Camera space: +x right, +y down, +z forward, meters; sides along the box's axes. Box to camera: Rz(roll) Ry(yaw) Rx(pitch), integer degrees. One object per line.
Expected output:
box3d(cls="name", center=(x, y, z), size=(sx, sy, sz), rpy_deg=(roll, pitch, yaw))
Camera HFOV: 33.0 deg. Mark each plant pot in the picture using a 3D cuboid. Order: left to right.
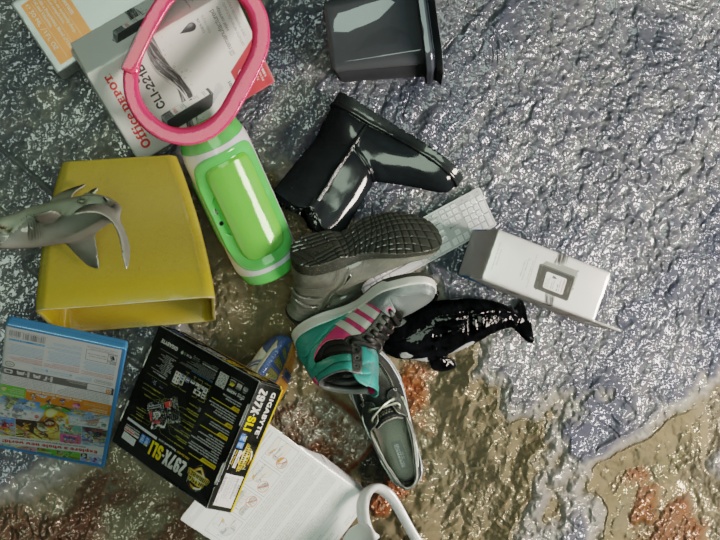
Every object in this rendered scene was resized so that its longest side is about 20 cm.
box3d(cls="plant pot", center=(-0.277, -0.033, 1.451), size=(0.197, 0.200, 0.179), rpy_deg=(-4, 81, -7))

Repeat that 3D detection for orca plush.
box3d(cls="orca plush", center=(0.129, 0.082, 1.563), size=(0.197, 0.071, 0.107), rpy_deg=(5, 92, -8))

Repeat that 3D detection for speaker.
box3d(cls="speaker", center=(-0.148, -0.085, 1.486), size=(0.088, 0.089, 0.202), rpy_deg=(-26, 115, -6))

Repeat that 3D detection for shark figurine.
box3d(cls="shark figurine", center=(-0.294, -0.040, 1.306), size=(0.128, 0.212, 0.091), rpy_deg=(-37, 115, -46))

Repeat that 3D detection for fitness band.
box3d(cls="fitness band", center=(-0.187, -0.241, 1.382), size=(0.142, 0.037, 0.202), rpy_deg=(28, 93, -16))

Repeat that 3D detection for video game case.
box3d(cls="video game case", center=(-0.366, 0.151, 1.472), size=(0.141, 0.018, 0.202), rpy_deg=(12, 125, -8))

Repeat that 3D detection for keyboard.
box3d(cls="keyboard", center=(0.080, -0.037, 1.582), size=(0.198, 0.011, 0.057), rpy_deg=(-28, 96, -5))

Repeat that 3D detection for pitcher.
box3d(cls="pitcher", center=(0.060, 0.378, 1.539), size=(0.199, 0.121, 0.173), rpy_deg=(32, 58, -28))

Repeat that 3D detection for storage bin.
box3d(cls="storage bin", center=(0.027, -0.295, 1.478), size=(0.132, 0.200, 0.148), rpy_deg=(-8, 94, 2))

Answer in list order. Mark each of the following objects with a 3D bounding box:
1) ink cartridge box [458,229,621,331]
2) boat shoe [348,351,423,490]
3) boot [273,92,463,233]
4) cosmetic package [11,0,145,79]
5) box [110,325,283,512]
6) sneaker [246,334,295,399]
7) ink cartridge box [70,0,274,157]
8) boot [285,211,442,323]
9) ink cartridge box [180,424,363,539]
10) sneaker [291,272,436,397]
box3d(cls="ink cartridge box", center=(0.237, 0.011, 1.552), size=(0.198, 0.116, 0.068), rpy_deg=(20, 88, -11))
box3d(cls="boat shoe", center=(0.036, 0.184, 1.555), size=(0.071, 0.071, 0.202), rpy_deg=(-25, 92, -5))
box3d(cls="boot", center=(0.008, -0.104, 1.535), size=(0.199, 0.076, 0.169), rpy_deg=(31, 85, -2))
box3d(cls="cosmetic package", center=(-0.312, -0.333, 1.485), size=(0.199, 0.071, 0.102), rpy_deg=(-36, 96, -5))
box3d(cls="box", center=(-0.201, 0.175, 1.471), size=(0.049, 0.199, 0.162), rpy_deg=(21, 91, -50))
box3d(cls="sneaker", center=(-0.158, 0.159, 1.527), size=(0.087, 0.076, 0.201), rpy_deg=(19, 66, 31))
box3d(cls="ink cartridge box", center=(-0.225, -0.248, 1.462), size=(0.198, 0.084, 0.145), rpy_deg=(-31, 134, -5))
box3d(cls="boot", center=(0.000, 0.000, 1.528), size=(0.197, 0.131, 0.068), rpy_deg=(-10, 53, -11))
box3d(cls="ink cartridge box", center=(-0.107, 0.292, 1.527), size=(0.200, 0.057, 0.163), rpy_deg=(40, 87, -22))
box3d(cls="sneaker", center=(0.015, 0.090, 1.501), size=(0.198, 0.084, 0.122), rpy_deg=(-26, 57, 13))
